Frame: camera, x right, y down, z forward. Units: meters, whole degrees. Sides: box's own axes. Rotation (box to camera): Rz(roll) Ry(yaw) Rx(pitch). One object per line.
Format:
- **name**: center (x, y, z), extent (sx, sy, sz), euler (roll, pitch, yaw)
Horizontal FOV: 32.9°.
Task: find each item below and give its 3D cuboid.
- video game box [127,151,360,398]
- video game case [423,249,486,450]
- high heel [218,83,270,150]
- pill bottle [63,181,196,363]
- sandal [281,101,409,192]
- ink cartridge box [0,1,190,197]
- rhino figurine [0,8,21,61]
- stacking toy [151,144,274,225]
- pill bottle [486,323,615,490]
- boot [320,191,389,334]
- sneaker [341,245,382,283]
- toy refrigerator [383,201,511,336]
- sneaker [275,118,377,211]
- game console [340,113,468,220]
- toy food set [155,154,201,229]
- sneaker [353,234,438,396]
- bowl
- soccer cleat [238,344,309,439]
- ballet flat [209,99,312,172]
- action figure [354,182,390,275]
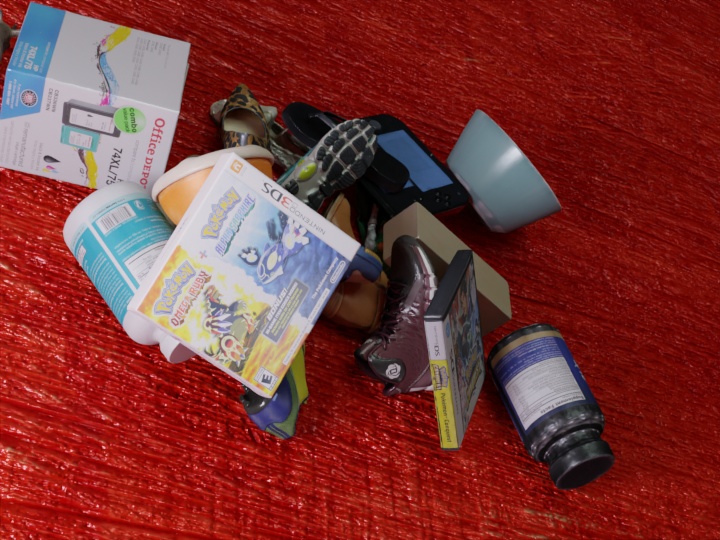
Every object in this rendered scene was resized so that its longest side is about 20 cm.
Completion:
- **video game box**: center (-0.122, 0.005, 1.312), extent (0.182, 0.047, 0.201), euler (34, 78, -19)
- **video game case**: center (0.122, 0.096, 1.527), extent (0.025, 0.182, 0.200), euler (-2, 23, 18)
- **high heel**: center (-0.151, -0.197, 1.602), extent (0.071, 0.143, 0.201), euler (0, 60, -7)
- **pill bottle**: center (-0.240, 0.006, 1.372), extent (0.110, 0.111, 0.200), euler (-17, 63, -48)
- **sandal**: center (-0.015, -0.183, 1.699), extent (0.199, 0.043, 0.076), euler (29, 37, -5)
- **ink cartridge box**: center (-0.318, -0.200, 1.462), extent (0.198, 0.147, 0.147), euler (12, 42, -12)
- **rhino figurine**: center (-0.468, -0.259, 1.478), extent (0.060, 0.088, 0.200), euler (36, 37, -4)
- **stacking toy**: center (-0.142, -0.028, 1.378), extent (0.145, 0.146, 0.202), euler (-11, 79, -45)
- **pill bottle**: center (0.251, 0.179, 1.598), extent (0.111, 0.112, 0.201), euler (4, 49, -37)
- **boot**: center (0.000, 0.000, 1.615), extent (0.154, 0.074, 0.201), euler (27, 49, -15)
- **sneaker**: center (-0.067, 0.005, 1.486), extent (0.198, 0.075, 0.089), euler (10, 68, -22)
- **toy refrigerator**: center (0.117, 0.004, 1.668), extent (0.200, 0.070, 0.076), euler (39, 32, -30)
- **sneaker**: center (-0.062, -0.135, 1.630), extent (0.200, 0.079, 0.078), euler (-40, 116, -17)
- **game console**: center (0.050, -0.148, 1.761), extent (0.176, 0.031, 0.200), euler (-14, 56, -50)
- **toy food set**: center (-0.184, -0.040, 1.522), extent (0.200, 0.060, 0.144), euler (38, 48, 2)
- **sneaker**: center (0.040, 0.063, 1.516), extent (0.115, 0.076, 0.202), euler (-14, 97, -24)
- **bowl**: center (0.203, -0.135, 1.856), extent (0.201, 0.105, 0.201), euler (49, 3, -4)
- **soccer cleat**: center (-0.090, 0.117, 1.435), extent (0.084, 0.064, 0.201), euler (50, 29, -25)
- **ballet flat**: center (-0.117, -0.192, 1.720), extent (0.199, 0.072, 0.072), euler (36, 37, -1)
- **action figure**: center (0.039, -0.064, 1.726), extent (0.117, 0.055, 0.201), euler (21, 41, -17)
